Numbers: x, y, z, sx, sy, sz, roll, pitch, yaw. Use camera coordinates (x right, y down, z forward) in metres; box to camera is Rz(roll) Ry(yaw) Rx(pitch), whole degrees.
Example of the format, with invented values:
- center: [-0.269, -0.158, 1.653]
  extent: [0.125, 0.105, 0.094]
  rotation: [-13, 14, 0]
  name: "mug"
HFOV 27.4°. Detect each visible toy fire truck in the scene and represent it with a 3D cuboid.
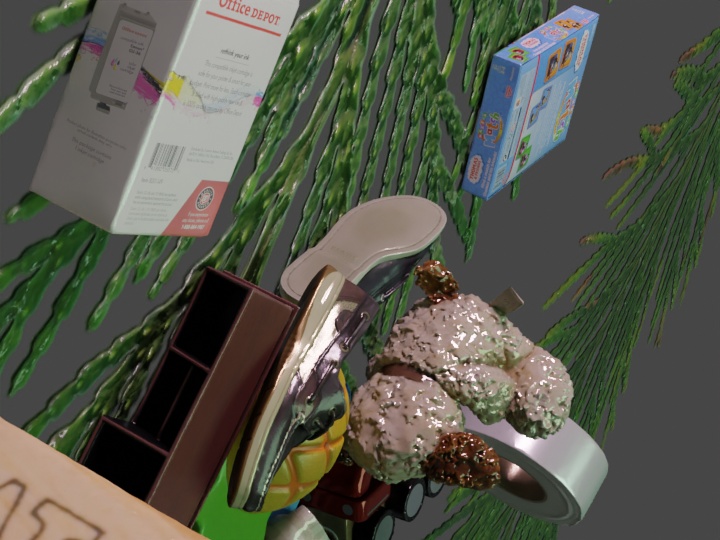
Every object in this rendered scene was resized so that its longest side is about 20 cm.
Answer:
- center: [0.026, 0.154, 1.439]
  extent: [0.176, 0.128, 0.201]
  rotation: [-35, 132, -51]
  name: "toy fire truck"

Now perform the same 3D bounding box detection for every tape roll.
- center: [0.195, 0.221, 1.771]
  extent: [0.071, 0.202, 0.203]
  rotation: [-55, 157, -23]
  name: "tape roll"

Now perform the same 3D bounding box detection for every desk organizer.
- center: [-0.129, 0.095, 1.058]
  extent: [0.201, 0.071, 0.077]
  rotation: [-64, 156, -3]
  name: "desk organizer"

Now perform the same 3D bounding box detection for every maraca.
- center: [-0.077, 0.142, 1.172]
  extent: [0.201, 0.107, 0.137]
  rotation: [-63, 144, -14]
  name: "maraca"

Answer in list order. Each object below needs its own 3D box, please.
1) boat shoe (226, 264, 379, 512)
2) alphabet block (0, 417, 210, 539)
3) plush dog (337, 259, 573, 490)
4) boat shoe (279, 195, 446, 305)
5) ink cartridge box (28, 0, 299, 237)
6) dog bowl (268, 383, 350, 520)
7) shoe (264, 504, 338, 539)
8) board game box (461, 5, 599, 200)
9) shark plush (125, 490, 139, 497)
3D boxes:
- center: [-0.039, 0.091, 1.092]
  extent: [0.201, 0.065, 0.073]
  rotation: [-67, -173, -22]
  name: "boat shoe"
- center: [-0.211, 0.228, 0.833]
  extent: [0.196, 0.199, 0.196]
  rotation: [-45, 152, -41]
  name: "alphabet block"
- center: [0.056, 0.104, 1.246]
  extent: [0.172, 0.199, 0.161]
  rotation: [-58, 137, -32]
  name: "plush dog"
- center: [0.002, 0.001, 1.258]
  extent: [0.199, 0.074, 0.066]
  rotation: [-42, 151, -45]
  name: "boat shoe"
- center: [-0.108, -0.125, 0.875]
  extent: [0.116, 0.067, 0.201]
  rotation: [0, 114, -67]
  name: "ink cartridge box"
- center: [-0.076, 0.178, 1.300]
  extent: [0.201, 0.049, 0.111]
  rotation: [-65, 159, 1]
  name: "dog bowl"
- center: [-0.036, 0.252, 1.308]
  extent: [0.053, 0.070, 0.200]
  rotation: [-52, 155, -8]
  name: "shoe"
- center: [0.178, -0.176, 1.527]
  extent: [0.200, 0.036, 0.152]
  rotation: [-35, 144, -51]
  name: "board game box"
- center: [-0.163, 0.253, 1.163]
  extent: [0.083, 0.091, 0.201]
  rotation: [-19, 144, -20]
  name: "shark plush"
